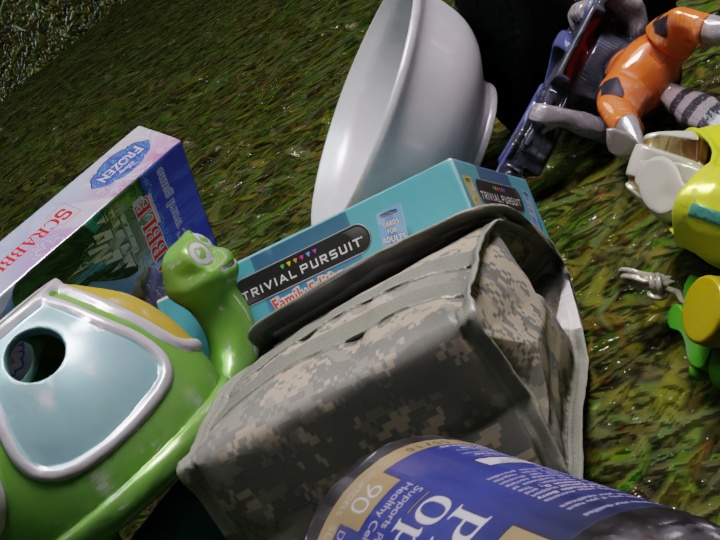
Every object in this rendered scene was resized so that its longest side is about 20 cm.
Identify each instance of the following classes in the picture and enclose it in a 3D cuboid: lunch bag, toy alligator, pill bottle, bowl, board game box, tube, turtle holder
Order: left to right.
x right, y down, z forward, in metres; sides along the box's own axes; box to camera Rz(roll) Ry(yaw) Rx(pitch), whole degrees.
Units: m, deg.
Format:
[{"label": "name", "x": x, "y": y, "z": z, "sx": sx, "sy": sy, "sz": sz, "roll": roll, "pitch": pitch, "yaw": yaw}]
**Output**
[{"label": "board game box", "x": -0.159, "y": 0.052, "z": 0.808, "sx": 0.041, "sy": 0.201, "sz": 0.200, "roll": 20, "pitch": 52, "yaw": 35}, {"label": "turtle holder", "x": -0.131, "y": 0.067, "z": 0.688, "sx": 0.185, "sy": 0.132, "sz": 0.141, "roll": -39, "pitch": 8, "yaw": 2}, {"label": "tube", "x": -0.096, "y": 0.141, "z": 0.734, "sx": 0.077, "sy": 0.051, "sz": 0.200, "roll": -25, "pitch": 19, "yaw": 30}, {"label": "board game box", "x": 0.000, "y": 0.000, "z": 0.804, "sx": 0.198, "sy": 0.047, "sz": 0.151, "roll": -25, "pitch": -10, "yaw": 20}, {"label": "lunch bag", "x": 0.022, "y": 0.053, "z": 0.662, "sx": 0.163, "sy": 0.118, "sz": 0.200, "roll": -28, "pitch": 14, "yaw": 19}, {"label": "bowl", "x": 0.039, "y": -0.104, "z": 0.965, "sx": 0.201, "sy": 0.089, "sz": 0.203, "roll": -161, "pitch": 90, "yaw": -77}, {"label": "pill bottle", "x": 0.067, "y": 0.125, "z": 0.435, "sx": 0.112, "sy": 0.112, "sz": 0.199, "roll": -41, "pitch": 21, "yaw": -21}, {"label": "toy alligator", "x": 0.168, "y": 0.033, "z": 0.590, "sx": 0.200, "sy": 0.059, "sz": 0.055, "roll": -168, "pitch": 89, "yaw": -70}]

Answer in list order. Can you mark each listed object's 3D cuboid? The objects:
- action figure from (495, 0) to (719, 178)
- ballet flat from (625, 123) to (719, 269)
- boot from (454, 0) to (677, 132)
[{"label": "action figure", "x": 0.166, "y": -0.100, "z": 0.874, "sx": 0.201, "sy": 0.104, "sz": 0.193, "roll": -60, "pitch": 13, "yaw": 4}, {"label": "ballet flat", "x": 0.167, "y": -0.043, "z": 0.665, "sx": 0.066, "sy": 0.068, "sz": 0.200, "roll": 14, "pitch": 13, "yaw": 2}, {"label": "boot", "x": 0.156, "y": -0.209, "z": 0.969, "sx": 0.168, "sy": 0.201, "sz": 0.076, "roll": -39, "pitch": 57, "yaw": -10}]
